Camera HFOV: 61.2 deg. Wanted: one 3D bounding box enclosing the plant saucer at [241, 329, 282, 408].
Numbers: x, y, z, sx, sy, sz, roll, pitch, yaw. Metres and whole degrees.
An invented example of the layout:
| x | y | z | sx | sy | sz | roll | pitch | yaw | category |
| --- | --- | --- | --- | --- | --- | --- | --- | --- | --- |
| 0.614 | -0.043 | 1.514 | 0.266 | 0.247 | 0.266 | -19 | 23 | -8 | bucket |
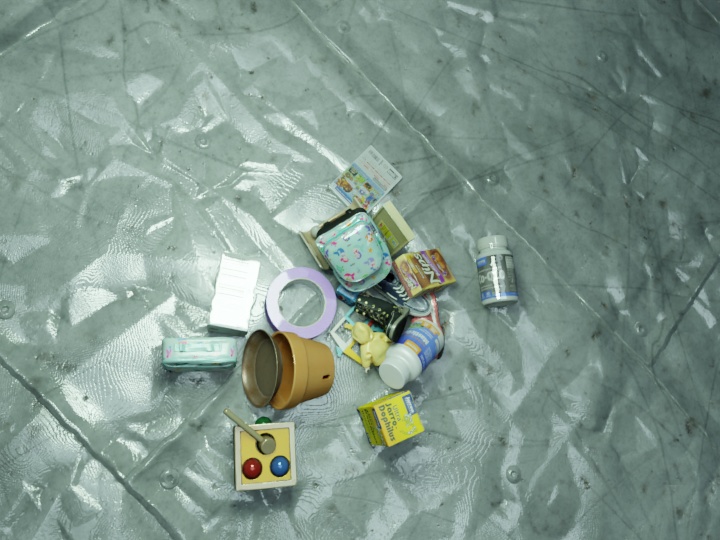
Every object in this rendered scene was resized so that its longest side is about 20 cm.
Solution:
| x | y | z | sx | sy | sz | roll | pitch | yaw | category |
| --- | --- | --- | --- | --- | --- | --- | --- | --- | --- |
| -0.253 | 0.256 | 1.594 | 0.036 | 0.199 | 0.204 | 6 | 74 | -37 | plant saucer |

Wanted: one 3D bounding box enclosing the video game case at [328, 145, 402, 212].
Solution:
| x | y | z | sx | sy | sz | roll | pitch | yaw | category |
| --- | --- | --- | --- | --- | --- | --- | --- | --- | --- |
| 0.016 | -0.271 | 1.870 | 0.143 | 0.018 | 0.200 | 44 | 71 | -1 | video game case |

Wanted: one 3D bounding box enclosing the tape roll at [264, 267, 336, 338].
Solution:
| x | y | z | sx | sy | sz | roll | pitch | yaw | category |
| --- | --- | --- | --- | --- | --- | --- | --- | --- | --- |
| -0.169 | 0.096 | 1.711 | 0.197 | 0.066 | 0.204 | 3 | 77 | -13 | tape roll |

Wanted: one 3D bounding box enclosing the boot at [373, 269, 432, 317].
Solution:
| x | y | z | sx | sy | sz | roll | pitch | yaw | category |
| --- | --- | --- | --- | --- | --- | --- | --- | --- | --- |
| 0.117 | 0.061 | 1.747 | 0.198 | 0.091 | 0.073 | 29 | 72 | 13 | boot |

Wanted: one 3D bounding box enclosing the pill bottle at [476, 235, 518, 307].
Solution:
| x | y | z | sx | sy | sz | roll | pitch | yaw | category |
| --- | --- | --- | --- | --- | --- | --- | --- | --- | --- |
| 0.413 | 0.003 | 1.853 | 0.112 | 0.114 | 0.204 | -2 | 77 | -14 | pill bottle |

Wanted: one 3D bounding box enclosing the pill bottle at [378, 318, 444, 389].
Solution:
| x | y | z | sx | sy | sz | roll | pitch | yaw | category |
| --- | --- | --- | --- | --- | --- | --- | --- | --- | --- |
| 0.137 | 0.230 | 1.662 | 0.112 | 0.112 | 0.200 | 49 | 47 | 1 | pill bottle |

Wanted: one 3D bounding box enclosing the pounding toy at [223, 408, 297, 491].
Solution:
| x | y | z | sx | sy | sz | roll | pitch | yaw | category |
| --- | --- | --- | --- | --- | --- | --- | --- | --- | --- |
| -0.260 | 0.452 | 1.560 | 0.181 | 0.142 | 0.204 | -1 | 77 | -14 | pounding toy |

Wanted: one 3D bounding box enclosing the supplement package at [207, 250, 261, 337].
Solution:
| x | y | z | sx | sy | sz | roll | pitch | yaw | category |
| --- | --- | --- | --- | --- | --- | --- | --- | --- | --- |
| -0.343 | 0.066 | 1.649 | 0.108 | 0.114 | 0.203 | 11 | 73 | -12 | supplement package |

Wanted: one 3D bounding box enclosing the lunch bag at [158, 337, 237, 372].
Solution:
| x | y | z | sx | sy | sz | roll | pitch | yaw | category |
| --- | --- | --- | --- | --- | --- | --- | --- | --- | --- |
| -0.417 | 0.217 | 1.568 | 0.197 | 0.160 | 0.078 | 0 | 76 | -15 | lunch bag |

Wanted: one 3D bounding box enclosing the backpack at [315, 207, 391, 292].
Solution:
| x | y | z | sx | sy | sz | roll | pitch | yaw | category |
| --- | --- | --- | --- | --- | --- | --- | --- | --- | --- |
| -0.010 | -0.047 | 1.651 | 0.176 | 0.151 | 0.202 | -29 | 112 | 4 | backpack |

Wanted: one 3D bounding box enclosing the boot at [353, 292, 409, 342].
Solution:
| x | y | z | sx | sy | sz | roll | pitch | yaw | category |
| --- | --- | --- | --- | --- | --- | --- | --- | --- | --- |
| 0.049 | 0.125 | 1.666 | 0.152 | 0.203 | 0.075 | 20 | 104 | 9 | boot |

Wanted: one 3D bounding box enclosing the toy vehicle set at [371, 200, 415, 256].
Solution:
| x | y | z | sx | sy | sz | roll | pitch | yaw | category |
| --- | --- | --- | --- | --- | --- | --- | --- | --- | --- |
| 0.083 | -0.113 | 1.753 | 0.026 | 0.200 | 0.125 | -34 | 88 | -19 | toy vehicle set |

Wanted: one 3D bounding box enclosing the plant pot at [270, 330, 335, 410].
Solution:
| x | y | z | sx | sy | sz | roll | pitch | yaw | category |
| --- | --- | --- | --- | --- | --- | --- | --- | --- | --- |
| -0.159 | 0.264 | 1.616 | 0.138 | 0.199 | 0.204 | 5 | 75 | -33 | plant pot |

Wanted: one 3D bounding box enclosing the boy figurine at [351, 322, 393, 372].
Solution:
| x | y | z | sx | sy | sz | roll | pitch | yaw | category |
| --- | --- | --- | --- | --- | --- | --- | --- | --- | --- |
| 0.043 | 0.229 | 1.710 | 0.200 | 0.064 | 0.125 | 47 | 71 | -13 | boy figurine |

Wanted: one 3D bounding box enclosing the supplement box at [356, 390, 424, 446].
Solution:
| x | y | z | sx | sy | sz | roll | pitch | yaw | category |
| --- | --- | --- | --- | --- | --- | --- | --- | --- | --- |
| 0.076 | 0.397 | 1.628 | 0.108 | 0.200 | 0.110 | -20 | 81 | -18 | supplement box |

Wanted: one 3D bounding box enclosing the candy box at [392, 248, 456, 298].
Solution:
| x | y | z | sx | sy | sz | roll | pitch | yaw | category |
| --- | --- | --- | --- | --- | --- | --- | --- | --- | --- |
| 0.186 | 0.006 | 1.766 | 0.199 | 0.056 | 0.118 | -12 | 70 | -51 | candy box |

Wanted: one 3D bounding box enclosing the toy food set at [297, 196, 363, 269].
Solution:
| x | y | z | sx | sy | sz | roll | pitch | yaw | category |
| --- | --- | --- | --- | --- | --- | --- | --- | --- | --- |
| -0.063 | -0.110 | 1.753 | 0.198 | 0.061 | 0.144 | -31 | 65 | -7 | toy food set |

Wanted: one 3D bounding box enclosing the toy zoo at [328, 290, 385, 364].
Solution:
| x | y | z | sx | sy | sz | roll | pitch | yaw | category |
| --- | --- | --- | --- | --- | --- | --- | --- | --- | --- |
| 0.000 | 0.175 | 1.757 | 0.131 | 0.020 | 0.200 | 43 | 71 | -1 | toy zoo |

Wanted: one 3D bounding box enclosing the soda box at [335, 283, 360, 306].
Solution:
| x | y | z | sx | sy | sz | roll | pitch | yaw | category |
| --- | --- | --- | --- | --- | --- | --- | --- | --- | --- |
| 0.000 | 0.000 | 1.774 | 0.064 | 0.068 | 0.201 | 32 | 71 | -2 | soda box |

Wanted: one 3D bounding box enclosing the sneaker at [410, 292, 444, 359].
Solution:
| x | y | z | sx | sy | sz | roll | pitch | yaw | category |
| --- | --- | --- | --- | --- | --- | --- | --- | --- | --- |
| 0.192 | 0.166 | 1.791 | 0.085 | 0.074 | 0.203 | -9 | 72 | -5 | sneaker |
